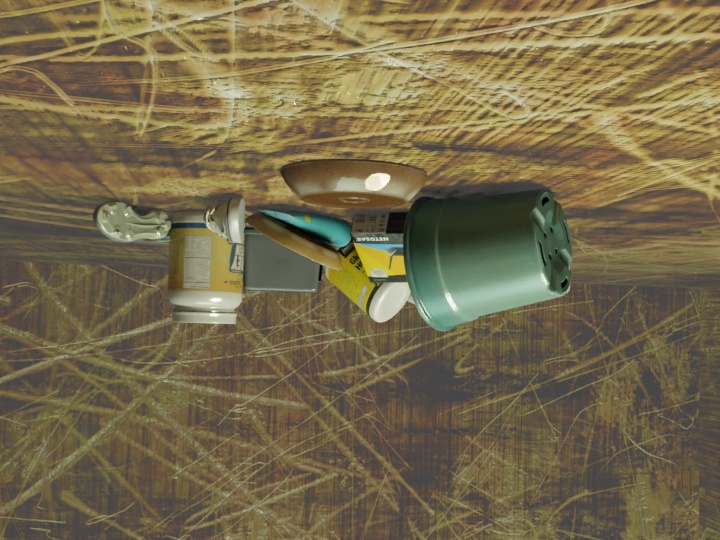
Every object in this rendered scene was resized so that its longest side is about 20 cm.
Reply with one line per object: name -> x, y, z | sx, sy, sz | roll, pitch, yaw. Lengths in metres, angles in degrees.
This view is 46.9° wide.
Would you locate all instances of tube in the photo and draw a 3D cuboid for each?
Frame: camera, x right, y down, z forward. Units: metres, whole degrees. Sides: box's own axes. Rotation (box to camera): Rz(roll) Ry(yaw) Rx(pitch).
tube -> -0.091, -0.084, 1.491 | 0.076, 0.052, 0.198 | 5, 175, 37

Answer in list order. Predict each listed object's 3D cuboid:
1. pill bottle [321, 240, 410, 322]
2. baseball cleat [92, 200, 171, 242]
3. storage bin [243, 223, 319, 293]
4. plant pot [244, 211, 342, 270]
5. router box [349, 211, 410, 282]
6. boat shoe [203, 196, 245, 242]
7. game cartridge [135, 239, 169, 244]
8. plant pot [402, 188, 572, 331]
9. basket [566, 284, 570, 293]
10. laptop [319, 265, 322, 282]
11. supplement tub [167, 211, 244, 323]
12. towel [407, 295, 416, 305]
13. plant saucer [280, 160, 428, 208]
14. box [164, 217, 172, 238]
pill bottle -> 0.000, 0.000, 1.649 | 0.199, 0.114, 0.112 | 39, -165, 27
baseball cleat -> -0.425, -0.081, 1.475 | 0.104, 0.072, 0.199 | 0, 175, 23
storage bin -> -0.171, -0.023, 1.768 | 0.194, 0.138, 0.145 | 3, 176, -9
plant pot -> -0.115, -0.058, 1.497 | 0.197, 0.028, 0.200 | 28, -176, -2
router box -> 0.095, -0.040, 1.476 | 0.195, 0.052, 0.150 | 0, 144, 20
boat shoe -> -0.227, -0.084, 1.378 | 0.068, 0.073, 0.200 | 3, -178, -7
game cartridge -> -0.423, -0.081, 1.795 | 0.131, 0.042, 0.198 | -1, 179, -38
plant pot -> 0.192, -0.024, 1.201 | 0.192, 0.206, 0.198 | -9, 171, 32
basket -> 0.317, -0.015, 1.677 | 0.121, 0.140, 0.199 | -1, 178, -29
laptop -> -0.167, -0.026, 1.925 | 0.182, 0.204, 0.117 | 1, 143, 5
supplement tub -> -0.292, -0.003, 1.575 | 0.140, 0.206, 0.145 | 2, 177, 0
towel -> 0.122, 0.021, 1.825 | 0.196, 0.049, 0.171 | 25, -161, 5
plant saucer -> -0.009, -0.108, 1.091 | 0.195, 0.038, 0.200 | 2, 176, 0
box -> -0.393, -0.084, 1.657 | 0.194, 0.043, 0.039 | 2, 178, -12
